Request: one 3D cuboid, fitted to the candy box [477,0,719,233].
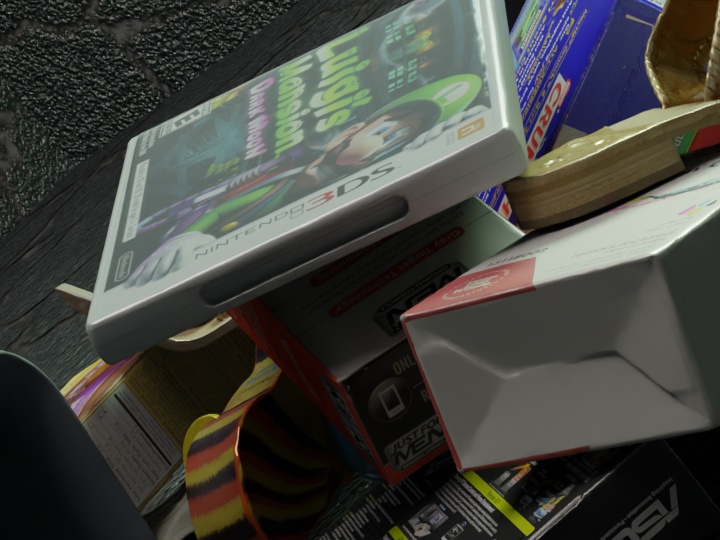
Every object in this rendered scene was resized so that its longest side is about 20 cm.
[{"bbox_3d":[0.105,-0.066,1.168,0.200,0.077,0.170,-87,21,-68],"label":"candy box"}]

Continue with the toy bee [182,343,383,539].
[{"bbox_3d":[-0.028,0.056,1.149,0.131,0.109,0.200,-31,1,14],"label":"toy bee"}]

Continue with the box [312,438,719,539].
[{"bbox_3d":[0.041,0.112,0.978,0.160,0.044,0.200,-40,11,-4],"label":"box"}]

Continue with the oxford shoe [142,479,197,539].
[{"bbox_3d":[-0.057,0.119,1.237,0.057,0.076,0.200,-1,26,35],"label":"oxford shoe"}]

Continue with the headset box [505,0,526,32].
[{"bbox_3d":[0.179,-0.169,1.343,0.174,0.093,0.200,-19,-16,-49],"label":"headset box"}]

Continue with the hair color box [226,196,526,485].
[{"bbox_3d":[0.000,0.000,1.074,0.101,0.061,0.200,-32,33,-10],"label":"hair color box"}]

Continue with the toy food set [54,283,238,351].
[{"bbox_3d":[-0.051,-0.033,1.260,0.199,0.061,0.143,-33,14,-15],"label":"toy food set"}]

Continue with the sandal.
[{"bbox_3d":[0.136,-0.088,0.990,0.211,0.070,0.078,-27,9,-27],"label":"sandal"}]

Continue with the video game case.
[{"bbox_3d":[-0.021,-0.048,1.042,0.181,0.023,0.200,-25,21,11],"label":"video game case"}]

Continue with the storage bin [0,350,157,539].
[{"bbox_3d":[-0.152,0.154,1.025,0.134,0.201,0.145,-34,-3,26],"label":"storage bin"}]

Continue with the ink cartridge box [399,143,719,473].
[{"bbox_3d":[0.121,0.000,0.951,0.116,0.068,0.200,-15,11,39],"label":"ink cartridge box"}]

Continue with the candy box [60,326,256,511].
[{"bbox_3d":[-0.135,0.094,1.258,0.116,0.057,0.200,-34,8,33],"label":"candy box"}]
